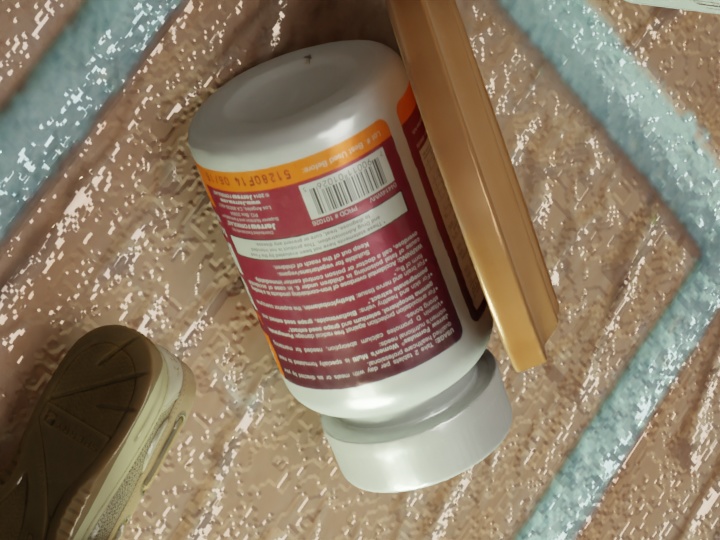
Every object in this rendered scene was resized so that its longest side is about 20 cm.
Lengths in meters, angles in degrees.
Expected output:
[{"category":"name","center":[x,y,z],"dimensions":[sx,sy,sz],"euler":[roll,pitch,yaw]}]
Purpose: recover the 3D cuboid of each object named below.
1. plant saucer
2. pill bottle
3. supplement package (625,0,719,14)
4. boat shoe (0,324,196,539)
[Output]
[{"category":"plant saucer","center":[0.056,-0.051,1.244],"dimensions":[0.032,0.200,0.201],"euler":[-19,115,5]},{"category":"pill bottle","center":[0.000,0.000,1.259],"dimensions":[0.109,0.109,0.200],"euler":[-34,117,-27]},{"category":"supplement package","center":[0.141,-0.246,1.290],"dimensions":[0.200,0.147,0.192],"euler":[22,86,-38]},{"category":"boat shoe","center":[-0.141,0.122,1.202],"dimensions":[0.200,0.071,0.065],"euler":[-54,149,0]}]
